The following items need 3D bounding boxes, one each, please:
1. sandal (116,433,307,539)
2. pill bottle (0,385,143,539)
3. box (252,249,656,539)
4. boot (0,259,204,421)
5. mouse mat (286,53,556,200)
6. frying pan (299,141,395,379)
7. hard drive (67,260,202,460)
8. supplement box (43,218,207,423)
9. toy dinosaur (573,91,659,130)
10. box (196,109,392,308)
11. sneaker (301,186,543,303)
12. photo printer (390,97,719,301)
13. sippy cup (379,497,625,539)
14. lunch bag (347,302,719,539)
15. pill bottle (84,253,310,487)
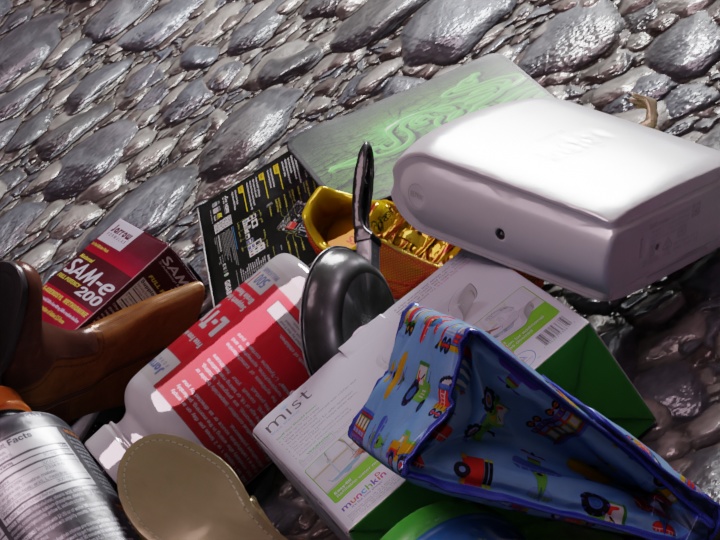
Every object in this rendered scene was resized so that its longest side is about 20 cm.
[{"bbox_3d":[-0.083,0.192,1.605,0.078,0.070,0.211,-41,51,-23],"label":"sandal"},{"bbox_3d":[-0.219,0.170,1.657,0.106,0.106,0.200,-38,57,-3],"label":"pill bottle"},{"bbox_3d":[0.055,0.098,1.550,0.200,0.097,0.176,-41,28,-7],"label":"box"},{"bbox_3d":[-0.194,0.047,1.769,0.199,0.189,0.068,-17,44,-33],"label":"boot"},{"bbox_3d":[0.051,-0.111,1.900,0.199,0.008,0.161,-23,30,-11],"label":"mouse mat"},{"bbox_3d":[0.007,0.013,1.673,0.031,0.115,0.190,-5,42,31],"label":"frying pan"},{"bbox_3d":[-0.224,0.079,1.960,0.139,0.033,0.200,-11,37,40],"label":"hard drive"},{"bbox_3d":[-0.228,0.054,1.903,0.200,0.061,0.109,-43,28,-13],"label":"supplement box"},{"bbox_3d":[0.188,-0.069,1.720,0.199,0.058,0.102,2,62,36],"label":"toy dinosaur"},{"bbox_3d":[-0.046,-0.031,1.911,0.159,0.049,0.200,-30,28,7],"label":"box"},{"bbox_3d":[0.039,-0.009,1.726,0.199,0.077,0.073,13,63,32],"label":"sneaker"},{"bbox_3d":[0.133,-0.056,1.611,0.199,0.070,0.166,22,31,37],"label":"photo printer"},{"bbox_3d":[0.077,0.212,1.332,0.130,0.139,0.178,26,86,48],"label":"sippy cup"},{"bbox_3d":[0.111,0.107,1.388,0.094,0.199,0.151,-64,13,-1],"label":"lunch bag"},{"bbox_3d":[-0.093,0.090,1.712,0.200,0.112,0.112,-40,28,-8],"label":"pill bottle"}]
